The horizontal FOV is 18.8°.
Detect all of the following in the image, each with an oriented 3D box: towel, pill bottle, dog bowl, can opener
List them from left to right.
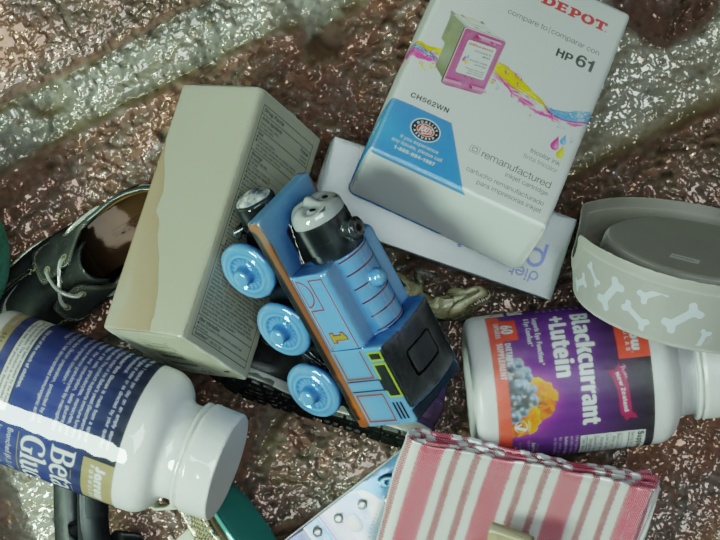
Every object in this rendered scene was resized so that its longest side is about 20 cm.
[{"bbox_3d":[-0.213,0.184,1.681,0.063,0.078,0.201,-9,87,36],"label":"can opener"},{"bbox_3d":[-0.189,0.112,1.598,0.199,0.111,0.112,19,91,10],"label":"pill bottle"},{"bbox_3d":[0.114,0.194,1.644,0.199,0.030,0.147,12,123,-5],"label":"towel"},{"bbox_3d":[0.181,0.081,1.656,0.199,0.111,0.112,-6,91,-2],"label":"pill bottle"},{"bbox_3d":[0.249,0.004,1.621,0.199,0.200,0.059,8,109,-2],"label":"dog bowl"}]

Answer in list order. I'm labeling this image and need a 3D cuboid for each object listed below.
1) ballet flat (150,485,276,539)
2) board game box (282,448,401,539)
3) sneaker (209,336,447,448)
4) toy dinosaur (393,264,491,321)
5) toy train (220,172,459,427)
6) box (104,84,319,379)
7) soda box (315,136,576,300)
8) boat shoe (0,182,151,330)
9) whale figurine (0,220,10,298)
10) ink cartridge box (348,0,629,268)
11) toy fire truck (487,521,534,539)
[{"bbox_3d":[-0.129,0.173,1.678,0.075,0.068,0.201,-34,83,24],"label":"ballet flat"},{"bbox_3d":[0.020,0.276,1.698,0.200,0.026,0.200,-37,92,-1],"label":"board game box"},{"bbox_3d":[-0.029,0.069,1.681,0.199,0.076,0.088,19,76,-6],"label":"sneaker"},{"bbox_3d":[0.000,0.000,1.647,0.199,0.088,0.048,18,74,6],"label":"toy dinosaur"},{"bbox_3d":[-0.016,0.023,1.571,0.114,0.087,0.201,-9,117,40],"label":"toy train"},{"bbox_3d":[-0.108,-0.030,1.620,0.077,0.095,0.201,5,69,34],"label":"box"},{"bbox_3d":[0.061,-0.040,1.675,0.199,0.063,0.069,19,90,-2],"label":"soda box"},{"bbox_3d":[-0.221,0.000,1.667,0.200,0.068,0.072,-37,91,2],"label":"boat shoe"},{"bbox_3d":[-0.347,0.017,1.657,0.200,0.104,0.159,-45,64,20],"label":"whale figurine"},{"bbox_3d":[0.097,-0.127,1.626,0.144,0.085,0.201,24,64,-2],"label":"ink cartridge box"},{"bbox_3d":[0.048,0.282,1.635,0.175,0.129,0.201,21,79,-1],"label":"toy fire truck"}]
